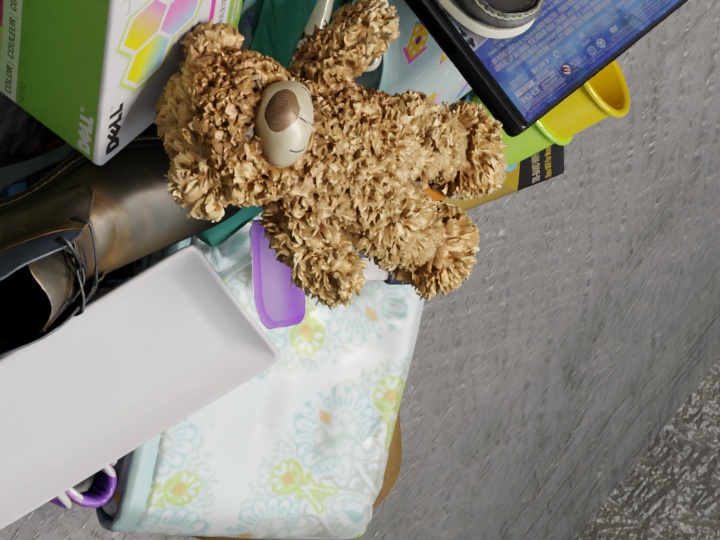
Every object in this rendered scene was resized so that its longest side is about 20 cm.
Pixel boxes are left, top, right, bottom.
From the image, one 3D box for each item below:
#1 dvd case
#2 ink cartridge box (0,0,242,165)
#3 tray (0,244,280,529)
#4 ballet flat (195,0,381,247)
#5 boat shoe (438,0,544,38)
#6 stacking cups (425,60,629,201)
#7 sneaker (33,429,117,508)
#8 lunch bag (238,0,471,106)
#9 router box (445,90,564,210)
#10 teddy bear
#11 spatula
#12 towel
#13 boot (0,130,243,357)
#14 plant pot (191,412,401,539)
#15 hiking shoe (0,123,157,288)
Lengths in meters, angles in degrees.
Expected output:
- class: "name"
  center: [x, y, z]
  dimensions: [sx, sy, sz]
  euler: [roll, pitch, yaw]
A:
- class: "dvd case"
  center: [0.066, -0.185, 1.411]
  dimensions: [0.143, 0.200, 0.018]
  euler: [-38, -178, -29]
- class: "ink cartridge box"
  center: [-0.141, -0.110, 1.241]
  dimensions: [0.200, 0.076, 0.148]
  euler: [-44, 161, -32]
- class: "tray"
  center: [-0.148, 0.061, 1.379]
  dimensions: [0.200, 0.022, 0.107]
  euler: [-31, 138, 4]
- class: "ballet flat"
  center: [-0.030, -0.098, 1.355]
  dimensions: [0.067, 0.070, 0.201]
  euler: [-8, 117, -68]
- class: "boat shoe"
  center: [0.050, -0.216, 1.360]
  dimensions: [0.072, 0.201, 0.068]
  euler: [-13, 177, -19]
- class: "stacking cups"
  center: [0.066, -0.074, 1.626]
  dimensions: [0.200, 0.061, 0.060]
  euler: [-30, 176, 29]
- class: "sneaker"
  center: [-0.187, 0.111, 1.501]
  dimensions: [0.073, 0.114, 0.201]
  euler: [-47, 164, -23]
- class: "lunch bag"
  center: [0.015, -0.157, 1.499]
  dimensions: [0.170, 0.122, 0.200]
  euler: [-42, 166, -32]
- class: "router box"
  center: [0.048, -0.093, 1.713]
  dimensions: [0.157, 0.052, 0.200]
  euler: [-21, 159, -3]
- class: "teddy bear"
  center: [-0.004, -0.053, 1.307]
  dimensions: [0.200, 0.067, 0.145]
  euler: [41, 81, -38]
- class: "spatula"
  center: [0.000, 0.000, 1.455]
  dimensions: [0.200, 0.021, 0.057]
  euler: [-2, 90, -51]
- class: "towel"
  center: [-0.051, 0.055, 1.511]
  dimensions: [0.171, 0.048, 0.201]
  euler: [7, 104, -30]
- class: "boot"
  center: [-0.133, -0.004, 1.290]
  dimensions: [0.199, 0.097, 0.075]
  euler: [-17, 125, -11]
- class: "plant pot"
  center: [-0.061, 0.030, 1.614]
  dimensions: [0.186, 0.186, 0.200]
  euler: [-38, 143, -42]
- class: "hiking shoe"
  center: [-0.155, -0.017, 1.372]
  dimensions: [0.200, 0.087, 0.074]
  euler: [-47, 162, -22]
